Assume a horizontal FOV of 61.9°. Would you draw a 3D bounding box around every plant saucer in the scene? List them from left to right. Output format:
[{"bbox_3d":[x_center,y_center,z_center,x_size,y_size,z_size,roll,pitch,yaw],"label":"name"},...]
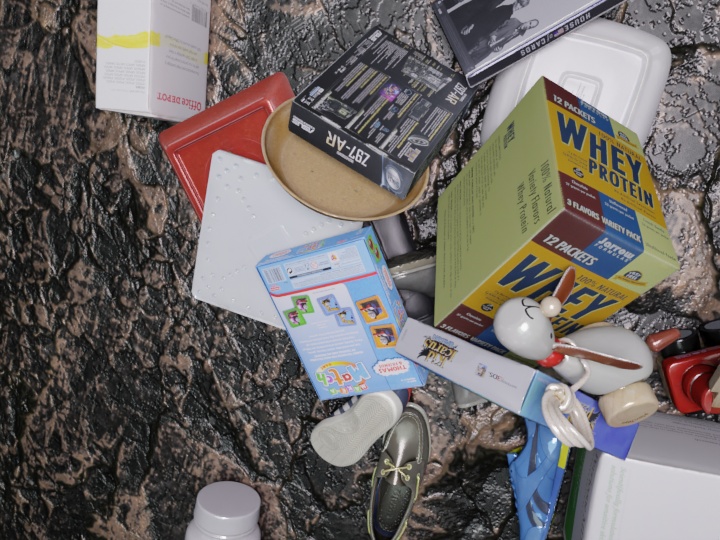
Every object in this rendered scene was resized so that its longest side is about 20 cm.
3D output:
[{"bbox_3d":[-0.144,-0.116,0.765,0.197,0.037,0.202,-19,105,19],"label":"plant saucer"},{"bbox_3d":[-0.018,-0.127,0.699,0.198,0.201,0.036,31,143,7],"label":"plant saucer"}]

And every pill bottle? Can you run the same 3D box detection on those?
[{"bbox_3d":[-0.209,0.431,0.893,0.111,0.113,0.204,12,101,11],"label":"pill bottle"}]

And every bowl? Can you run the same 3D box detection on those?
[{"bbox_3d":[0.252,-0.202,0.713,0.197,0.075,0.203,20,104,11],"label":"bowl"}]

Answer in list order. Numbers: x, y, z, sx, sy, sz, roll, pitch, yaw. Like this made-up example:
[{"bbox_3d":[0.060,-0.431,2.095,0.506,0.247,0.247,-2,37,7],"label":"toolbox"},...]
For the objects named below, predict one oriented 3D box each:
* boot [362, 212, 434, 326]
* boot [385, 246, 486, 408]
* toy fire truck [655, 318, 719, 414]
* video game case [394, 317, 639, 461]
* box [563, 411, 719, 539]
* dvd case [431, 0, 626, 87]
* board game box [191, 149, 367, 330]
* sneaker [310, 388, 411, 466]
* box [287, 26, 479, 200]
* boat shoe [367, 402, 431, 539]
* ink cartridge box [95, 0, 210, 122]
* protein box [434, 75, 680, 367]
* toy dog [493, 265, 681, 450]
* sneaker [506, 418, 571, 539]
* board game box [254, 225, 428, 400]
[{"bbox_3d":[0.001,0.000,0.801,0.162,0.066,0.203,-21,98,3],"label":"boot"},{"bbox_3d":[0.110,0.073,0.758,0.179,0.072,0.204,-11,100,-24],"label":"boot"},{"bbox_3d":[0.430,0.102,0.646,0.173,0.200,0.131,-17,94,15],"label":"toy fire truck"},{"bbox_3d":[0.161,0.124,0.631,0.198,0.180,0.046,28,83,-35],"label":"video game case"},{"bbox_3d":[0.356,0.288,0.705,0.196,0.171,0.203,8,100,12],"label":"box"},{"bbox_3d":[0.191,-0.314,0.693,0.198,0.025,0.152,-25,54,16],"label":"dvd case"},{"bbox_3d":[-0.105,-0.028,0.756,0.197,0.026,0.203,18,113,6],"label":"board game box"},{"bbox_3d":[0.006,0.203,0.837,0.075,0.084,0.200,48,130,0],"label":"sneaker"},{"bbox_3d":[0.033,-0.195,0.711,0.159,0.201,0.044,31,143,6],"label":"box"},{"bbox_3d":[0.053,0.288,0.836,0.071,0.060,0.205,13,101,11],"label":"boat shoe"},{"bbox_3d":[-0.267,-0.302,0.786,0.082,0.145,0.204,7,100,13],"label":"ink cartridge box"},{"bbox_3d":[0.187,-0.045,0.633,0.133,0.201,0.200,22,138,-16],"label":"protein box"},{"bbox_3d":[0.205,0.062,0.509,0.096,0.199,0.133,-42,63,25],"label":"toy dog"},{"bbox_3d":[0.228,0.284,0.797,0.077,0.066,0.204,13,101,23],"label":"sneaker"},{"bbox_3d":[-0.020,0.060,0.725,0.149,0.037,0.203,-13,112,25],"label":"board game box"}]
